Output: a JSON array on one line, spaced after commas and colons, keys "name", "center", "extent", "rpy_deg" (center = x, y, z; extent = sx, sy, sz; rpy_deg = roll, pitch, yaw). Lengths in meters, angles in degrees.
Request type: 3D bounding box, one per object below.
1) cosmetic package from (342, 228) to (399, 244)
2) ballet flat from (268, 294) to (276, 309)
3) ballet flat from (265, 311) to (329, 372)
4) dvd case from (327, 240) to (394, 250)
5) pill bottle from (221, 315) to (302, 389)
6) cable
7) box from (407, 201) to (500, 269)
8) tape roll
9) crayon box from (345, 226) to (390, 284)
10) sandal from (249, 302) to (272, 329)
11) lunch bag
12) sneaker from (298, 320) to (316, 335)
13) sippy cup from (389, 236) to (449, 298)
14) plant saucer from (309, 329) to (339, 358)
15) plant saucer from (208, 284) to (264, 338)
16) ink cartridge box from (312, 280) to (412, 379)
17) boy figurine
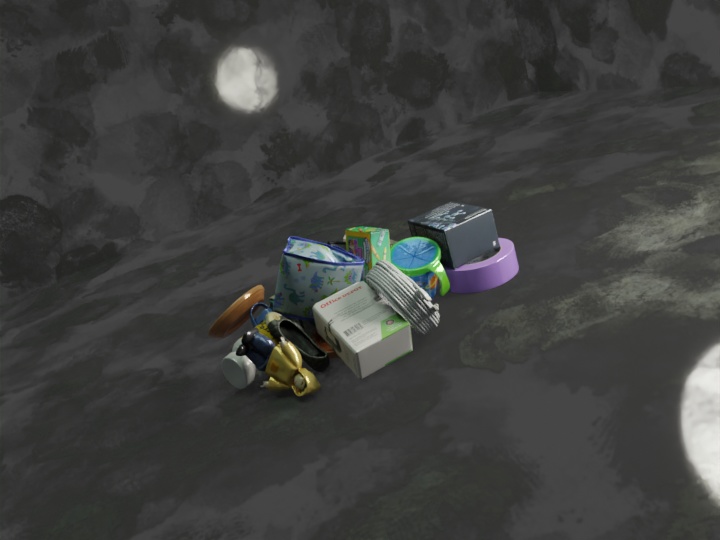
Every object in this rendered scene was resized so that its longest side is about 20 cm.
[{"name": "cosmetic package", "center": [0.043, -0.033, 1.888], "extent": [0.197, 0.105, 0.087], "rpy_deg": [14, 22, 3]}, {"name": "ballet flat", "center": [-0.215, 0.086, 1.879], "extent": [0.069, 0.070, 0.200], "rpy_deg": [-24, -3, -18]}, {"name": "ballet flat", "center": [-0.142, 0.155, 1.589], "extent": [0.199, 0.057, 0.066], "rpy_deg": [37, 45, 21]}, {"name": "dvd case", "center": [0.000, 0.000, 1.792], "extent": [0.197, 0.145, 0.018], "rpy_deg": [2, 10, -24]}, {"name": "pill bottle", "center": [-0.233, 0.190, 1.638], "extent": [0.112, 0.114, 0.199], "rpy_deg": [-1, 25, 40]}, {"name": "cable", "center": [0.097, 0.063, 1.572], "extent": [0.069, 0.200, 0.200], "rpy_deg": [-46, 65, -5]}, {"name": "box", "center": [0.240, -0.096, 1.801], "extent": [0.147, 0.109, 0.199], "rpy_deg": [-24, 20, -19]}, {"name": "tape roll", "center": [0.304, -0.014, 1.781], "extent": [0.197, 0.067, 0.201], "rpy_deg": [-17, 18, 6]}, {"name": "crayon box", "center": [0.020, -0.003, 1.718], "extent": [0.057, 0.204, 0.118], "rpy_deg": [-9, 11, -32]}, {"name": "sandal", "center": [-0.240, 0.140, 1.829], "extent": [0.079, 0.088, 0.198], "rpy_deg": [-28, 23, -33]}, {"name": "lunch bag", "center": [-0.100, 0.028, 1.668], "extent": [0.196, 0.173, 0.128], "rpy_deg": [13, 26, 0]}, {"name": "sneaker", "center": [-0.136, 0.124, 1.830], "extent": [0.078, 0.079, 0.200], "rpy_deg": [-3, 20, -15]}, {"name": "sippy cup", "center": [0.142, 0.007, 1.742], "extent": [0.137, 0.132, 0.179], "rpy_deg": [-13, 38, -1]}, {"name": "plant saucer", "center": [-0.028, 0.157, 1.667], "extent": [0.197, 0.033, 0.201], "rpy_deg": [-17, 20, 6]}, {"name": "plant saucer", "center": [-0.337, 0.122, 1.919], "extent": [0.200, 0.038, 0.200], "rpy_deg": [-43, -5, -5]}, {"name": "ink cartridge box", "center": [0.002, 0.129, 1.548], "extent": [0.144, 0.085, 0.200], "rpy_deg": [-25, 39, -20]}, {"name": "boy figurine", "center": [-0.178, 0.214, 1.507], "extent": [0.199, 0.125, 0.064], "rpy_deg": [35, 16, 16]}]
